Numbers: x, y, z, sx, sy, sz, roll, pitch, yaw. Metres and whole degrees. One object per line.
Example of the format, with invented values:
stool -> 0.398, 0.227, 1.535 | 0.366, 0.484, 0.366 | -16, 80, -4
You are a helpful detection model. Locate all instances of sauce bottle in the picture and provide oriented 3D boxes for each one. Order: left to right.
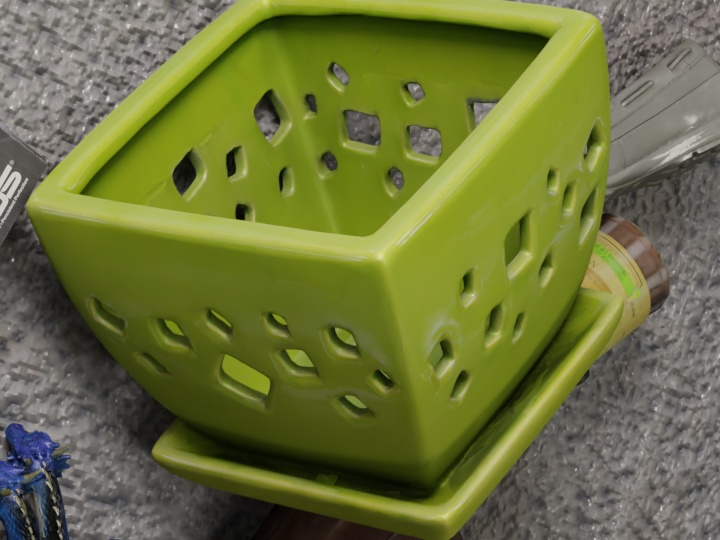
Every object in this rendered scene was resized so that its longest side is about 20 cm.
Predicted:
sauce bottle -> 0.077, 0.045, 1.289 | 0.200, 0.065, 0.065 | -37, 119, -28

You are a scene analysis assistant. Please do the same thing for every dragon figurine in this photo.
dragon figurine -> -0.118, 0.160, 1.098 | 0.059, 0.200, 0.100 | -25, 151, -32

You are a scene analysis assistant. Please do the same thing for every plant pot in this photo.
plant pot -> 0.000, 0.000, 1.119 | 0.199, 0.199, 0.182 | -47, 133, -40

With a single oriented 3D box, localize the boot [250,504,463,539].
boot -> -0.005, 0.191, 1.220 | 0.200, 0.064, 0.186 | -49, 123, -8

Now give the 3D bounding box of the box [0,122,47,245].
box -> -0.242, -0.006, 1.024 | 0.158, 0.048, 0.201 | 41, 71, -37

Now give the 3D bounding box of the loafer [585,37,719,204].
loafer -> 0.119, -0.068, 1.314 | 0.199, 0.070, 0.070 | -24, 79, -32
